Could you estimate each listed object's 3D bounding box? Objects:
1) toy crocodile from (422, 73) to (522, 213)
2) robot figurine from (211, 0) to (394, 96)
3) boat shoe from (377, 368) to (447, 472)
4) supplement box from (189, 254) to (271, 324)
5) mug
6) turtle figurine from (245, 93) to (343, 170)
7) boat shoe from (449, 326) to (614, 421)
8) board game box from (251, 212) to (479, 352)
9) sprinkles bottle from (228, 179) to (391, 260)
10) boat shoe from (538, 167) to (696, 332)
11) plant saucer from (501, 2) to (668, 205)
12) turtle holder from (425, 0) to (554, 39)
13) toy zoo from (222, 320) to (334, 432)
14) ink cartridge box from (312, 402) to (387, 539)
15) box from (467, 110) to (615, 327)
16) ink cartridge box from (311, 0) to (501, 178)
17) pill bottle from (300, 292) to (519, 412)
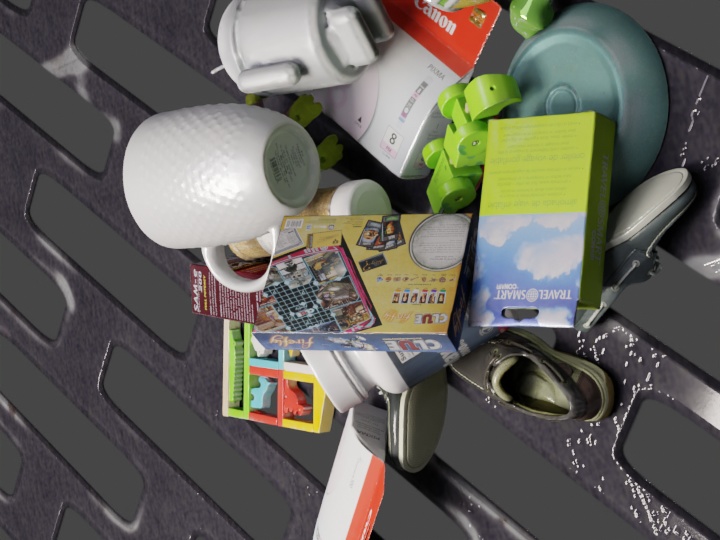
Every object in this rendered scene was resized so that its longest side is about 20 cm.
[{"bbox_3d":[0.106,-0.122,1.681,0.200,0.062,0.068,106,151,-50],"label":"toy crocodile"},{"bbox_3d":[-0.066,-0.241,1.748,0.200,0.170,0.113,-4,126,36],"label":"robot figurine"},{"bbox_3d":[0.047,0.109,1.762,0.067,0.072,0.201,-6,80,40],"label":"boat shoe"},{"bbox_3d":[-0.084,0.023,1.864,0.200,0.109,0.061,8,104,44],"label":"supplement box"},{"bbox_3d":[-0.130,-0.076,1.762,0.175,0.147,0.201,-4,99,40],"label":"mug"},{"bbox_3d":[-0.092,-0.147,1.852,0.161,0.064,0.201,-10,99,61],"label":"turtle figurine"},{"bbox_3d":[0.154,0.101,1.656,0.201,0.066,0.072,19,106,44],"label":"boat shoe"},{"bbox_3d":[0.007,0.011,1.609,0.199,0.035,0.136,0,58,24],"label":"board game box"},{"bbox_3d":[-0.058,-0.053,1.818,0.200,0.068,0.068,-7,87,45],"label":"sprinkles bottle"},{"bbox_3d":[0.248,-0.016,1.575,0.062,0.073,0.200,38,120,-12],"label":"boat shoe"},{"bbox_3d":[0.202,-0.156,1.618,0.200,0.036,0.201,2,93,45],"label":"plant saucer"},{"bbox_3d":[0.115,-0.317,1.644,0.185,0.141,0.132,28,121,-8],"label":"turtle holder"},{"bbox_3d":[-0.086,0.112,1.935,0.200,0.020,0.132,5,96,46],"label":"toy zoo"},{"bbox_3d":[-0.014,0.248,1.764,0.057,0.200,0.163,17,109,1],"label":"ink cartridge box"},{"bbox_3d":[0.167,-0.042,1.562,0.122,0.048,0.201,-1,77,38],"label":"box"},{"bbox_3d":[0.043,-0.222,1.759,0.163,0.057,0.200,44,126,36],"label":"ink cartridge box"},{"bbox_3d":[0.043,0.051,1.666,0.200,0.120,0.120,-31,64,1],"label":"pill bottle"}]
